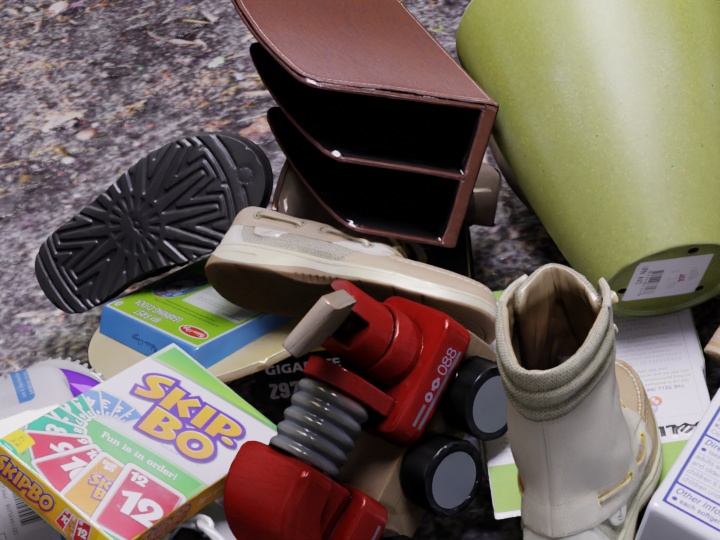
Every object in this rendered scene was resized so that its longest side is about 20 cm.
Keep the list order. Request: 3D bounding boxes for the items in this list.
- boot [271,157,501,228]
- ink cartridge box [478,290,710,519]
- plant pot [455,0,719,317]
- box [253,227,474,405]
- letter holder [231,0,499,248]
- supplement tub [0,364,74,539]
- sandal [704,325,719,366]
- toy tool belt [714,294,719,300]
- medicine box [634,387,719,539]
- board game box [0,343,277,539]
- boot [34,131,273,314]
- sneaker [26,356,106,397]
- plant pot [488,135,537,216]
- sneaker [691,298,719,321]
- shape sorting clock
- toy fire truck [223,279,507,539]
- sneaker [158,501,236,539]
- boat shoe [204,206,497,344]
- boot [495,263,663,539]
[{"bbox_3d":[0.026,-0.054,1.402,0.145,0.071,0.200,8,22,9],"label":"boot"},{"bbox_3d":[0.144,0.096,1.231,0.146,0.076,0.201,-8,39,3],"label":"ink cartridge box"},{"bbox_3d":[0.170,-0.079,1.250,0.185,0.188,0.202,-11,63,-2],"label":"plant pot"},{"bbox_3d":[0.005,0.016,1.434,0.158,0.050,0.201,-9,30,6],"label":"box"},{"bbox_3d":[-0.019,-0.110,1.299,0.141,0.101,0.200,7,24,-23],"label":"letter holder"},{"bbox_3d":[-0.261,0.145,1.207,0.198,0.133,0.132,-16,30,-11],"label":"supplement tub"},{"bbox_3d":[0.284,0.115,1.175,0.211,0.078,0.070,33,86,28],"label":"sandal"},{"bbox_3d":[0.273,-0.035,1.298,0.123,0.123,0.202,10,54,-5],"label":"toy tool belt"},{"bbox_3d":[0.251,0.141,1.035,0.181,0.104,0.200,27,40,15],"label":"medicine box"},{"bbox_3d":[-0.124,0.103,1.168,0.095,0.030,0.200,38,27,13],"label":"board game box"},{"bbox_3d":[-0.123,-0.049,1.422,0.210,0.080,0.158,-24,2,29],"label":"boot"},{"bbox_3d":[-0.253,0.115,1.323,0.198,0.070,0.100,-4,30,27],"label":"sneaker"},{"bbox_3d":[0.179,-0.100,1.451,0.198,0.202,0.135,-2,43,13],"label":"plant pot"},{"bbox_3d":[0.221,-0.002,1.401,0.198,0.071,0.075,-16,13,-21],"label":"sneaker"},{"bbox_3d":[-0.091,0.031,1.355,0.198,0.040,0.200,-12,22,5],"label":"shape sorting clock"},{"bbox_3d":[-0.014,0.085,1.117,0.128,0.200,0.177,19,77,49],"label":"toy fire truck"},{"bbox_3d":[-0.096,0.172,1.171,0.072,0.071,0.200,-17,31,-13],"label":"sneaker"},{"bbox_3d":[0.000,0.000,1.262,0.198,0.072,0.065,11,55,22],"label":"boat shoe"},{"bbox_3d":[0.119,0.063,1.083,0.071,0.156,0.200,-2,28,17],"label":"boot"}]
